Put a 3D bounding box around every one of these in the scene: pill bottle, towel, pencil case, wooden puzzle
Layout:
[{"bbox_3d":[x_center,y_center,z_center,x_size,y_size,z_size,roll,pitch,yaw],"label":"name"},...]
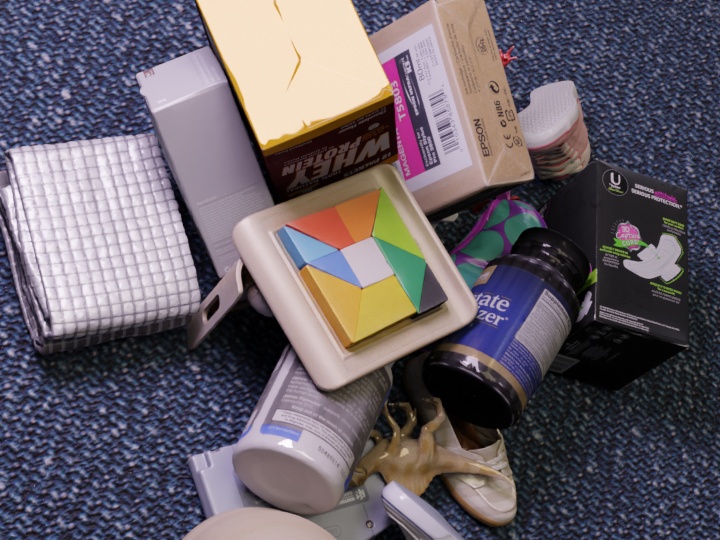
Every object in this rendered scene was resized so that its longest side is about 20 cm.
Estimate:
[{"bbox_3d":[-0.036,0.125,1.592,0.114,0.114,0.200,33,54,-10],"label":"pill bottle"},{"bbox_3d":[-0.262,-0.027,1.608,0.165,0.086,0.201,-11,72,-27],"label":"towel"},{"bbox_3d":[0.156,0.056,1.692,0.112,0.112,0.200,38,62,-7],"label":"pill bottle"},{"bbox_3d":[0.120,0.002,1.790,0.200,0.085,0.093,-41,104,-36],"label":"pencil case"},{"bbox_3d":[0.000,0.000,1.581,0.200,0.037,0.185,-25,79,-34],"label":"wooden puzzle"}]

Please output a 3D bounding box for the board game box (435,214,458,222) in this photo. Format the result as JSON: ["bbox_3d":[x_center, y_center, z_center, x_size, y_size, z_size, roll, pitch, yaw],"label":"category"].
[{"bbox_3d":[0.010,-0.152,1.761,0.199,0.026,0.201,4,74,-36],"label":"board game box"}]

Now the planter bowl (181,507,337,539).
[{"bbox_3d":[-0.073,0.312,1.487,0.200,0.135,0.201,5,78,-25],"label":"planter bowl"}]

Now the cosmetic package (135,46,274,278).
[{"bbox_3d":[-0.145,-0.107,1.623,0.090,0.201,0.107,-20,33,-6],"label":"cosmetic package"}]

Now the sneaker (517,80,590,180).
[{"bbox_3d":[0.222,-0.143,1.877,0.200,0.075,0.105,-57,136,-66],"label":"sneaker"}]

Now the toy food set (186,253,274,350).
[{"bbox_3d":[-0.066,0.020,1.648,0.199,0.144,0.061,-16,73,-32],"label":"toy food set"}]

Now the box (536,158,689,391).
[{"bbox_3d":[0.274,0.006,1.827,0.124,0.149,0.201,17,60,-20],"label":"box"}]

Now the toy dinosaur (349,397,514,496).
[{"bbox_3d":[0.057,0.182,1.669,0.199,0.058,0.102,3,78,-30],"label":"toy dinosaur"}]

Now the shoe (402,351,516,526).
[{"bbox_3d":[0.108,0.175,1.720,0.070,0.053,0.200,-23,79,-33],"label":"shoe"}]

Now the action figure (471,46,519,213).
[{"bbox_3d":[0.143,-0.177,1.883,0.065,0.099,0.201,-3,66,-30],"label":"action figure"}]

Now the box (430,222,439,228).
[{"bbox_3d":[0.051,-0.040,1.801,0.041,0.039,0.200,40,55,-5],"label":"box"}]

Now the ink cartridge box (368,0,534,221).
[{"bbox_3d":[0.078,-0.161,1.691,0.075,0.165,0.201,-12,83,-39],"label":"ink cartridge box"}]

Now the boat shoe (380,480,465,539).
[{"bbox_3d":[0.074,0.299,1.629,0.086,0.075,0.202,-45,111,-1],"label":"boat shoe"}]

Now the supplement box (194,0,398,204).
[{"bbox_3d":[-0.062,-0.195,1.598,0.132,0.200,0.198,-24,77,-3],"label":"supplement box"}]

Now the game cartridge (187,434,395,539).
[{"bbox_3d":[-0.062,0.224,1.620,0.199,0.040,0.134,-10,69,-31],"label":"game cartridge"}]
